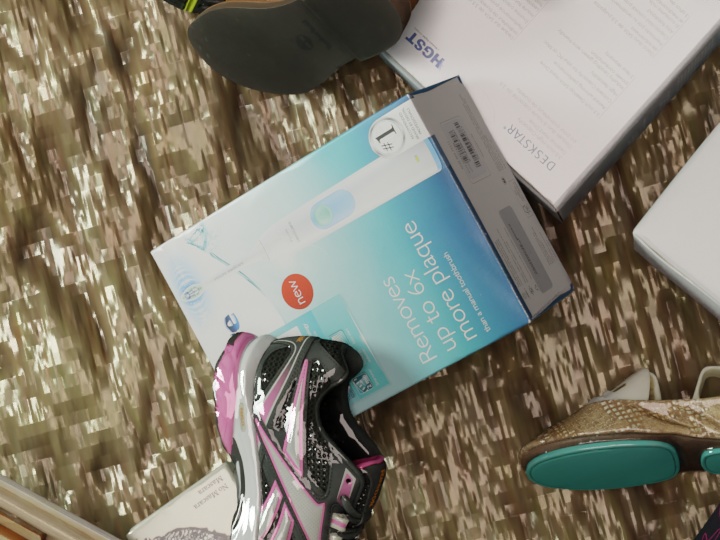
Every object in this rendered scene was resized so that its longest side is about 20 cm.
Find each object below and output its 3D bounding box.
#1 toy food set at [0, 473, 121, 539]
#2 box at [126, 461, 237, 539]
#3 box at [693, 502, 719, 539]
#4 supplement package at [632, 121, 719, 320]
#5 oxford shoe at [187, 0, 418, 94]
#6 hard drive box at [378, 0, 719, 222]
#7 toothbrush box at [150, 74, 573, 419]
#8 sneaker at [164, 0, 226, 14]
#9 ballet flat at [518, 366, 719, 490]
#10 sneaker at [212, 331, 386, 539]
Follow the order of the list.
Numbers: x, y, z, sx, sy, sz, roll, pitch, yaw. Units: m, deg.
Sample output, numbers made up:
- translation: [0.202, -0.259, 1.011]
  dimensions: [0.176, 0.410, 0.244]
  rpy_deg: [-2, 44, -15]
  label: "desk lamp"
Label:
- translation: [-0.202, 0.212, 1.296]
  dimensions: [0.199, 0.060, 0.144]
  rpy_deg: [27, 126, 9]
  label: "toy food set"
- translation: [-0.052, 0.219, 1.306]
  dimensions: [0.082, 0.068, 0.201]
  rpy_deg: [-36, 82, 3]
  label: "box"
- translation: [0.259, 0.173, 1.187]
  dimensions: [0.114, 0.132, 0.201]
  rpy_deg: [35, 92, -10]
  label: "box"
- translation: [0.263, -0.058, 1.252]
  dimensions: [0.120, 0.121, 0.200]
  rpy_deg: [39, 92, 8]
  label: "supplement package"
- translation: [-0.028, -0.157, 1.296]
  dimensions: [0.071, 0.199, 0.072]
  rpy_deg: [48, 56, -26]
  label: "oxford shoe"
- translation: [0.129, -0.156, 1.298]
  dimensions: [0.156, 0.077, 0.200]
  rpy_deg: [43, 93, 8]
  label: "hard drive box"
- translation: [0.000, 0.000, 1.267]
  dimensions: [0.199, 0.085, 0.147]
  rpy_deg: [-28, 89, 28]
  label: "toothbrush box"
- translation: [-0.046, -0.223, 1.340]
  dimensions: [0.198, 0.076, 0.077]
  rpy_deg: [-21, 49, 13]
  label: "sneaker"
- translation: [0.193, 0.091, 1.291]
  dimensions: [0.198, 0.071, 0.066]
  rpy_deg: [-2, 60, 5]
  label: "ballet flat"
- translation: [-0.026, 0.132, 1.217]
  dimensions: [0.086, 0.080, 0.202]
  rpy_deg: [-7, 98, 21]
  label: "sneaker"
